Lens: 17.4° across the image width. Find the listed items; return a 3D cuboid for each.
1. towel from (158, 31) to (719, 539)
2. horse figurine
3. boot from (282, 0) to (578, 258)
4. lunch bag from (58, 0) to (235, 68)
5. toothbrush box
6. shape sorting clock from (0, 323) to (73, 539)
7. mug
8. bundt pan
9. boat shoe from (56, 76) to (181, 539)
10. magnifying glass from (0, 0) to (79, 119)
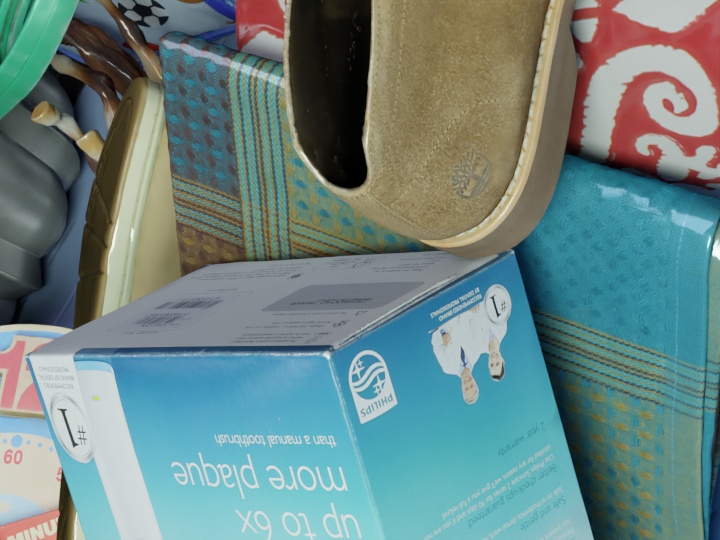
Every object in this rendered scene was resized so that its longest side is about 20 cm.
[{"bbox_3d":[0.026,0.010,0.744,0.199,0.148,0.022,21,44,24],"label":"towel"},{"bbox_3d":[-0.089,-0.044,0.988,0.050,0.133,0.201,-32,34,12],"label":"horse figurine"},{"bbox_3d":[0.024,-0.109,0.652,0.073,0.075,0.202,-2,79,41],"label":"boot"},{"bbox_3d":[-0.125,-0.176,1.031,0.160,0.200,0.076,-12,50,45],"label":"lunch bag"},{"bbox_3d":[-0.003,0.102,0.722,0.146,0.085,0.202,-1,110,47],"label":"toothbrush box"},{"bbox_3d":[-0.144,0.116,0.934,0.198,0.039,0.202,-5,65,11],"label":"shape sorting clock"},{"bbox_3d":[0.082,-0.077,0.753,0.199,0.177,0.135,-2,76,35],"label":"mug"},{"bbox_3d":[-0.208,-0.030,1.132,0.201,0.076,0.203,-28,48,35],"label":"bundt pan"},{"bbox_3d":[-0.073,0.030,0.880,0.074,0.066,0.202,-131,48,-72],"label":"boat shoe"},{"bbox_3d":[-0.157,-0.075,0.982,0.200,0.022,0.080,-50,29,38],"label":"magnifying glass"}]
